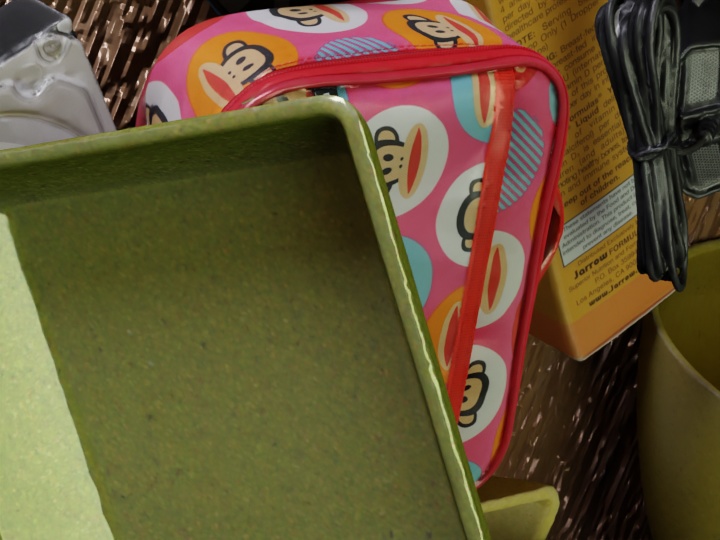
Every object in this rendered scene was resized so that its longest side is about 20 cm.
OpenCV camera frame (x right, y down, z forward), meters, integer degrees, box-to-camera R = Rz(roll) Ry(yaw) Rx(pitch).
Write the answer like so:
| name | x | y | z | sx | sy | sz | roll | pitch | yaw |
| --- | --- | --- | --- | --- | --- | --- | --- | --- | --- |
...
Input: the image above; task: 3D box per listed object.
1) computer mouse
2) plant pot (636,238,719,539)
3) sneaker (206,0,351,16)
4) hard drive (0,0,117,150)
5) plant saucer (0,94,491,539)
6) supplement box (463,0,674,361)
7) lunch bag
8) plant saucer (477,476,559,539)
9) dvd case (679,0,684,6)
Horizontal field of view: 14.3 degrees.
| name | x | y | z | sx | sy | sz | roll | pitch | yaw |
| --- | --- | --- | --- | --- | --- | --- | --- | --- | --- |
| computer mouse | 0.133 | -0.097 | 1.157 | 0.200 | 0.046 | 0.141 | -52 | 140 | -48 |
| plant pot | 0.204 | 0.096 | 1.268 | 0.199 | 0.200 | 0.143 | -9 | 126 | -37 |
| sneaker | -0.031 | -0.129 | 1.031 | 0.071 | 0.083 | 0.200 | -54 | 134 | -6 |
| hard drive | -0.134 | 0.019 | 1.047 | 0.139 | 0.038 | 0.201 | -35 | 129 | -22 |
| plant saucer | -0.047 | 0.041 | 0.961 | 0.048 | 0.199 | 0.201 | -38 | 115 | -53 |
| supplement box | 0.071 | -0.066 | 1.157 | 0.069 | 0.066 | 0.201 | -35 | 129 | -22 |
| lunch bag | 0.000 | 0.000 | 1.057 | 0.175 | 0.082 | 0.201 | -9 | 121 | -31 |
| plant saucer | -0.035 | 0.162 | 1.160 | 0.199 | 0.048 | 0.201 | -8 | 133 | -36 |
| dvd case | 0.220 | -0.160 | 1.271 | 0.200 | 0.016 | 0.149 | -41 | 130 | -18 |
